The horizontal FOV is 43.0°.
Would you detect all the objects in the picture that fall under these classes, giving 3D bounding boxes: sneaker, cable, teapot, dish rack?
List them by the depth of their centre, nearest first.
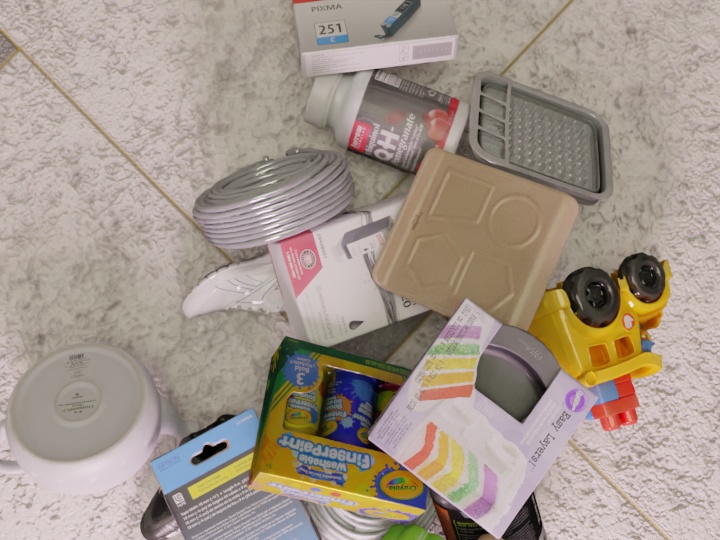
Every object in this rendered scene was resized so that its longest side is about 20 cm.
[{"bbox_3d":[-0.106,-0.088,1.116,0.199,0.199,0.070,-29,110,-31],"label":"cable"},{"bbox_3d":[-0.338,0.199,1.136,0.198,0.147,0.198,27,56,17],"label":"teapot"},{"bbox_3d":[-0.213,0.253,1.150,0.200,0.091,0.066,-45,58,-6],"label":"sneaker"},{"bbox_3d":[0.012,0.262,1.171,0.197,0.069,0.203,-7,86,-2],"label":"cable"},{"bbox_3d":[0.225,-0.163,1.175,0.197,0.044,0.173,17,48,-9],"label":"dish rack"},{"bbox_3d":[-0.137,0.024,1.184,0.198,0.075,0.088,-22,92,-2],"label":"sneaker"}]

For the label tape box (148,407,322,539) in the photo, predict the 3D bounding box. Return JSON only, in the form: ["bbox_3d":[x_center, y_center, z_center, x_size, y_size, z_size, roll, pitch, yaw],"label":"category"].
[{"bbox_3d":[-0.144,0.286,1.100,0.143,0.063,0.202,-26,85,-4],"label":"label tape box"}]

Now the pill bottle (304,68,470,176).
[{"bbox_3d":[0.033,-0.196,1.181,0.197,0.111,0.112,20,86,1],"label":"pill bottle"}]

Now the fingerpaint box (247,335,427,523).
[{"bbox_3d":[-0.017,0.187,1.071,0.197,0.073,0.169,16,59,-12],"label":"fingerpaint box"}]

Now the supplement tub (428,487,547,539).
[{"bbox_3d":[0.154,0.290,1.112,0.121,0.123,0.202,-20,113,-2],"label":"supplement tub"}]

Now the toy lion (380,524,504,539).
[{"bbox_3d":[0.111,0.386,1.084,0.069,0.190,0.202,-45,113,-43],"label":"toy lion"}]

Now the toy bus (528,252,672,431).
[{"bbox_3d":[0.304,0.092,1.125,0.198,0.136,0.194,-15,79,-26],"label":"toy bus"}]

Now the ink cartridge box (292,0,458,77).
[{"bbox_3d":[0.012,-0.334,1.177,0.197,0.045,0.178,-8,56,-5],"label":"ink cartridge box"}]

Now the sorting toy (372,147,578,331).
[{"bbox_3d":[0.136,-0.032,1.090,0.198,0.036,0.187,23,85,20],"label":"sorting toy"}]

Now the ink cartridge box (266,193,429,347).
[{"bbox_3d":[0.000,0.000,1.150,0.198,0.085,0.148,-19,99,-17],"label":"ink cartridge box"}]

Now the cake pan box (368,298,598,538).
[{"bbox_3d":[0.136,0.158,1.011,0.183,0.052,0.201,37,89,4],"label":"cake pan box"}]
